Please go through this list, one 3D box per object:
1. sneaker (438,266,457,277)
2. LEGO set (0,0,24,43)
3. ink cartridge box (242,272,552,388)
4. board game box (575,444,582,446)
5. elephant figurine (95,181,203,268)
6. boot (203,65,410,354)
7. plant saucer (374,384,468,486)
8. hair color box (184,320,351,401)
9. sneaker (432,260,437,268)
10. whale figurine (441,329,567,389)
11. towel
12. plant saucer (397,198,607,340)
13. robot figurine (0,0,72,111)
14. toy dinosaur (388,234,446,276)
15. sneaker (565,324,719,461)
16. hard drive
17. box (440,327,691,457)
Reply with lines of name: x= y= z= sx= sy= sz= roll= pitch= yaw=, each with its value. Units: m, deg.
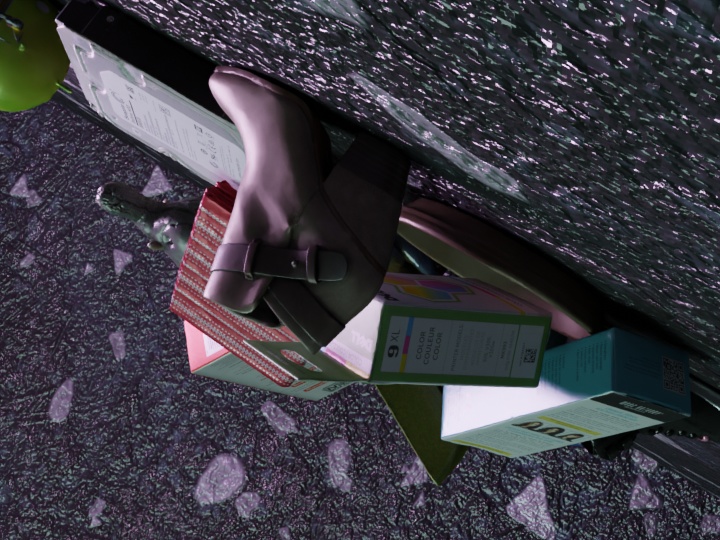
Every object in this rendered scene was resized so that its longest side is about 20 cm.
sneaker: x=0.078 y=0.026 z=1.280 sx=0.087 sy=0.075 sz=0.199 roll=27 pitch=-179 yaw=-38
LEGO set: x=-0.263 y=-0.188 z=0.642 sx=0.153 sy=0.117 sz=0.200 roll=32 pitch=177 yaw=-23
ink cartridge box: x=0.027 y=0.040 z=0.800 sx=0.197 sy=0.060 sz=0.104 roll=4 pitch=-169 yaw=-29
board game box: x=0.171 y=0.123 z=1.211 sx=0.198 sy=0.034 sz=0.136 roll=12 pitch=-138 yaw=-47
elephant figurine: x=-0.145 y=-0.024 z=1.135 sx=0.142 sy=0.154 sz=0.200 roll=60 pitch=-178 yaw=32
boot: x=-0.062 y=-0.041 z=0.754 sx=0.199 sy=0.147 sz=0.070 roll=29 pitch=176 yaw=32
plant saucer: x=0.058 y=0.107 z=1.139 sx=0.201 sy=0.048 sz=0.200 roll=58 pitch=-171 yaw=8
hair color box: x=-0.077 y=0.079 z=1.164 sx=0.199 sy=0.101 sz=0.062 roll=22 pitch=-132 yaw=-50
sneaker: x=0.000 y=0.000 z=1.123 sx=0.199 sy=0.075 sz=0.107 roll=31 pitch=-149 yaw=-23
whale figurine: x=0.145 y=0.071 z=1.057 sx=0.157 sy=0.105 sz=0.200 roll=-17 pitch=176 yaw=18
towel: x=-0.093 y=0.018 z=0.983 sx=0.144 sy=0.023 sz=0.201 roll=34 pitch=143 yaw=3
plant saucer: x=0.109 y=-0.001 z=0.868 sx=0.198 sy=0.030 sz=0.200 roll=31 pitch=177 yaw=2
robot figurine: x=-0.358 y=-0.224 z=1.066 sx=0.199 sy=0.117 sz=0.175 roll=29 pitch=172 yaw=30
toy dinosaur: x=-0.004 y=-0.016 z=1.012 sx=0.182 sy=0.105 sz=0.200 roll=47 pitch=-168 yaw=-9
sneaker: x=0.246 y=0.129 z=0.951 sx=0.198 sy=0.100 sz=0.071 roll=30 pitch=176 yaw=-2
hard drive: x=-0.146 y=-0.129 z=0.901 sx=0.198 sy=0.038 sz=0.140 roll=32 pitch=161 yaw=11
box: x=0.153 y=0.100 z=0.867 sx=0.081 sy=0.050 sz=0.199 roll=18 pitch=154 yaw=-29
